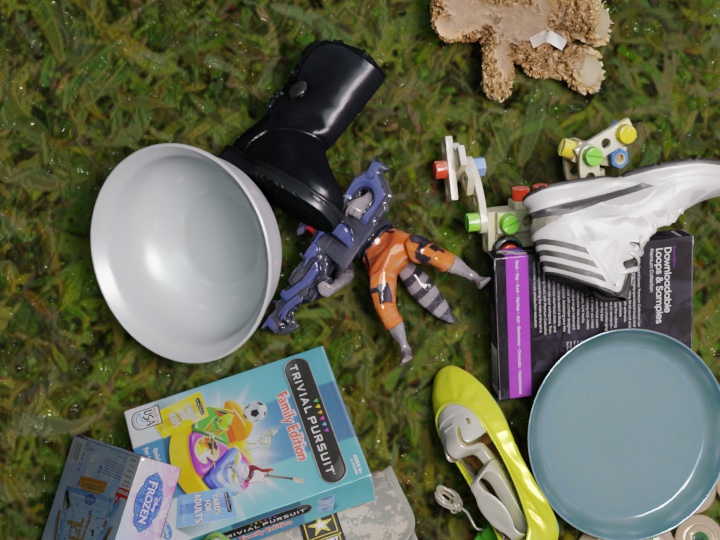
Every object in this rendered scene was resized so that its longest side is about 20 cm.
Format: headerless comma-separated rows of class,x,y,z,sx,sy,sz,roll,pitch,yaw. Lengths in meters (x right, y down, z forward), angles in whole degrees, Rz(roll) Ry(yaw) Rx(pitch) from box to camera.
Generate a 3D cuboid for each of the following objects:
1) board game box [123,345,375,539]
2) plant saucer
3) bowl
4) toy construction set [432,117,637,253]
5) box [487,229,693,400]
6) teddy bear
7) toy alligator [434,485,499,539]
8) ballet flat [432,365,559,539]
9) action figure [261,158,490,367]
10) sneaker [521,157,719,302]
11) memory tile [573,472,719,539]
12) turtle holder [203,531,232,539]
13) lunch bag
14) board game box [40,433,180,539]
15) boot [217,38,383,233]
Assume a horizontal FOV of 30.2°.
board game box,-0.104,0.169,1.222,0.198,0.047,0.152,-18,52,-7
plant saucer,0.252,0.155,1.269,0.197,0.027,0.203,0,92,-8
bowl,-0.147,-0.023,1.241,0.199,0.090,0.204,7,106,25
toy construction set,0.169,-0.078,1.295,0.197,0.092,0.133,-2,106,3
box,0.222,0.042,1.282,0.197,0.036,0.145,-6,107,-7
teddy bear,0.161,-0.242,1.340,0.197,0.067,0.147,-4,91,-12
toy alligator,0.142,0.281,1.264,0.199,0.059,0.055,35,124,7
ballet flat,0.116,0.178,1.243,0.067,0.067,0.201,-10,64,-49
action figure,0.000,0.000,1.287,0.194,0.104,0.200,46,108,10
sneaker,0.255,-0.033,1.224,0.198,0.076,0.117,-11,83,-1
memory tile,0.299,0.215,1.301,0.197,0.017,0.155,-5,82,-5
turtle holder,-0.144,0.334,1.138,0.185,0.132,0.141,-40,75,-3
lunch bag,-0.014,0.293,1.215,0.162,0.118,0.202,-20,76,-5
board game box,-0.235,0.253,1.159,0.041,0.199,0.202,21,80,-26
boot,-0.037,-0.135,1.246,0.169,0.200,0.076,-51,124,-7
